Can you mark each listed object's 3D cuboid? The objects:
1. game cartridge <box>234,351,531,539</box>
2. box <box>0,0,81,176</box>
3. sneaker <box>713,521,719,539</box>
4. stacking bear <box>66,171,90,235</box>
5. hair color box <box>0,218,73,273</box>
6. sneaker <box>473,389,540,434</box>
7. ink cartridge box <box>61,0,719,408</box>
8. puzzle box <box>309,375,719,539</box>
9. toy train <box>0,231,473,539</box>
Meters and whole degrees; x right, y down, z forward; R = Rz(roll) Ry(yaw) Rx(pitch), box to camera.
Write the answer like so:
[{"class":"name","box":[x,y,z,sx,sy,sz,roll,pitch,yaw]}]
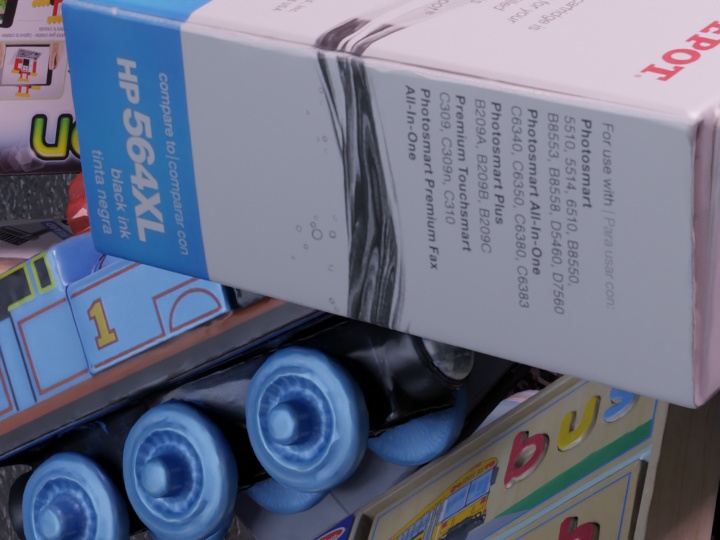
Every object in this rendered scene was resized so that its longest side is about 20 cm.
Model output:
[{"class":"game cartridge","box":[0.000,0.000,0.796,0.133,0.041,0.200,51,122,18]},{"class":"box","box":[-0.114,-0.096,0.946,0.035,0.199,0.111,33,119,48]},{"class":"sneaker","box":[0.135,0.065,0.711,0.073,0.082,0.201,43,128,40]},{"class":"stacking bear","box":[0.004,-0.033,0.867,0.199,0.114,0.122,-29,90,40]},{"class":"hair color box","box":[-0.135,0.024,0.986,0.109,0.199,0.065,35,121,48]},{"class":"sneaker","box":[0.043,0.147,0.848,0.074,0.081,0.202,-9,85,56]},{"class":"ink cartridge box","box":[0.040,-0.047,0.641,0.199,0.146,0.085,15,121,32]},{"class":"puzzle box","box":[0.030,0.100,0.706,0.200,0.025,0.133,-37,20,34]},{"class":"toy train","box":[-0.053,0.030,0.768,0.199,0.086,0.115,-25,80,34]}]
